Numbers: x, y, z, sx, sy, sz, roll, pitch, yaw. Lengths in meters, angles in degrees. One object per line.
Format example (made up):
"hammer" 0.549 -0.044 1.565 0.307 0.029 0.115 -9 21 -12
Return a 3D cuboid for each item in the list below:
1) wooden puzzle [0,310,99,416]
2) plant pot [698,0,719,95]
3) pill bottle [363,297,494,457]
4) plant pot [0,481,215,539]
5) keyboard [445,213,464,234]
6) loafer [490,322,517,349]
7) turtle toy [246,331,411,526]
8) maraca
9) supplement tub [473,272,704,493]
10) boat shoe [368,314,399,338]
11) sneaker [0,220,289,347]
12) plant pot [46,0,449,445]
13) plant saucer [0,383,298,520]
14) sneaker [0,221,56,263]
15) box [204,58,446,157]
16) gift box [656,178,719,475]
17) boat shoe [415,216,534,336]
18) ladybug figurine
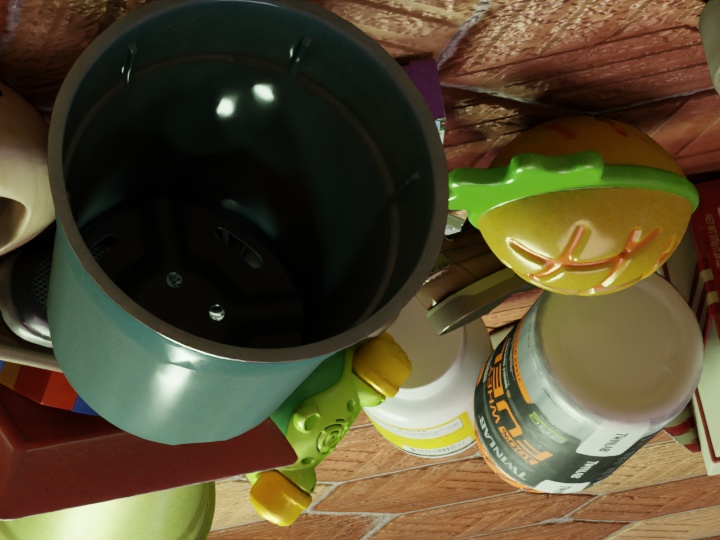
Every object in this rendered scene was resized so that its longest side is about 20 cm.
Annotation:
"wooden puzzle" -0.239 0.039 1.502 0.185 0.047 0.200 24 180 39
"plant pot" 0.296 -0.076 1.363 0.199 0.175 0.200 -8 166 -2
"pill bottle" 0.046 0.070 1.855 0.111 0.112 0.200 -10 165 4
"plant pot" -0.186 0.122 1.816 0.199 0.201 0.184 -4 152 -18
"keyboard" -0.006 -0.039 1.481 0.056 0.011 0.200 -11 165 27
"loafer" 0.178 0.063 1.986 0.075 0.069 0.200 3 160 -38
"turtle toy" -0.048 0.083 1.704 0.146 0.101 0.200 -52 -174 1
"maraca" 0.125 -0.043 1.503 0.137 0.108 0.200 -16 163 29
"supplement tub" 0.150 0.081 1.724 0.122 0.123 0.200 -5 160 -16
"boat shoe" 0.000 0.000 1.610 0.065 0.072 0.200 -46 173 21
"sneaker" -0.108 -0.001 1.424 0.199 0.077 0.114 0 167 -43
"plant pot" -0.077 -0.011 1.286 0.199 0.201 0.196 -4 158 -18
"plant saucer" -0.166 0.081 1.582 0.199 0.037 0.200 -9 -154 -23
"sneaker" -0.135 0.007 1.515 0.199 0.070 0.082 18 145 -15
"box" -0.022 -0.065 1.465 0.136 0.039 0.200 -9 165 -3
"gift box" 0.293 0.030 1.744 0.199 0.186 0.187 -7 157 0
"boat shoe" 0.105 -0.022 1.648 0.072 0.068 0.200 -36 171 40
"ladybug figurine" -0.225 -0.053 1.330 0.135 0.072 0.200 -4 164 -20
